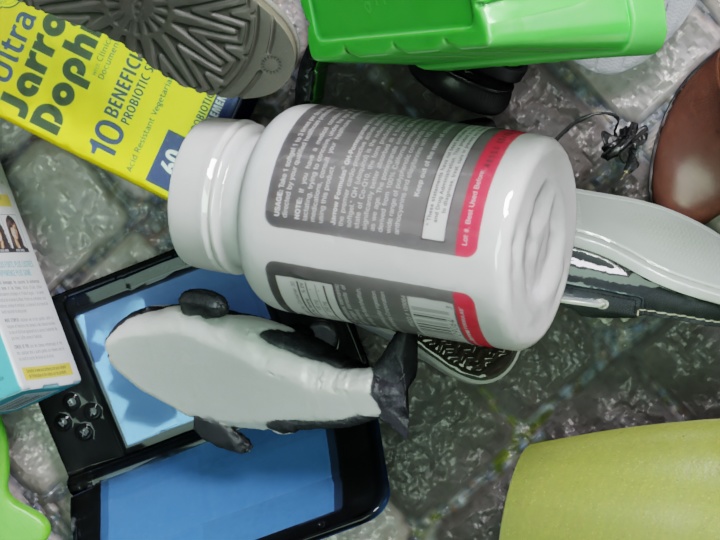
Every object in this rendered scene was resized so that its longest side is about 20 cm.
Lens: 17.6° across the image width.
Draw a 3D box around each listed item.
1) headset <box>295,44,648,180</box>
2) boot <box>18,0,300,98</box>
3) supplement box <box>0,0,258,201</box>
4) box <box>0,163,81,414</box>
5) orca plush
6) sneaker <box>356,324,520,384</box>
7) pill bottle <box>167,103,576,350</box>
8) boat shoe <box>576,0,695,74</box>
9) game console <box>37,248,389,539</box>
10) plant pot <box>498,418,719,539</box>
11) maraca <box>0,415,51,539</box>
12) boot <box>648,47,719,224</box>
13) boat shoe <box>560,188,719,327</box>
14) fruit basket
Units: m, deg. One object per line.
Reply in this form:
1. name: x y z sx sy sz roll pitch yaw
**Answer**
1. headset: 0.063 -0.092 1.338 0.198 0.094 0.125 14 107 19
2. boot: -0.092 -0.188 1.261 0.181 0.200 0.073 28 123 0
3. supplement box: -0.154 -0.132 1.321 0.199 0.110 0.110 26 101 1
4. box: -0.231 -0.018 1.339 0.049 0.082 0.201 -23 83 16
5. orca plush: -0.045 0.040 1.297 0.199 0.071 0.106 -8 116 38
6. sneaker: 0.000 0.000 1.338 0.199 0.085 0.073 38 88 -2
7. pill bottle: 0.004 -0.027 1.212 0.198 0.111 0.112 9 101 23
8. boat shoe: 0.167 -0.206 1.291 0.072 0.071 0.201 19 119 -3
9. game console: -0.097 0.080 1.348 0.199 0.118 0.172 -21 98 8
10. plant pot: 0.184 0.162 1.319 0.198 0.187 0.189 8 101 17
11. maraca: -0.268 0.119 1.377 0.136 0.107 0.201 -29 96 9
12. boot: 0.221 -0.090 1.245 0.068 0.200 0.188 41 101 -3
13. boat shoe: 0.128 -0.006 1.290 0.199 0.076 0.061 21 121 0
14. fruit basket: 0.086 -0.182 1.155 0.214 0.216 0.157 -10 99 7
